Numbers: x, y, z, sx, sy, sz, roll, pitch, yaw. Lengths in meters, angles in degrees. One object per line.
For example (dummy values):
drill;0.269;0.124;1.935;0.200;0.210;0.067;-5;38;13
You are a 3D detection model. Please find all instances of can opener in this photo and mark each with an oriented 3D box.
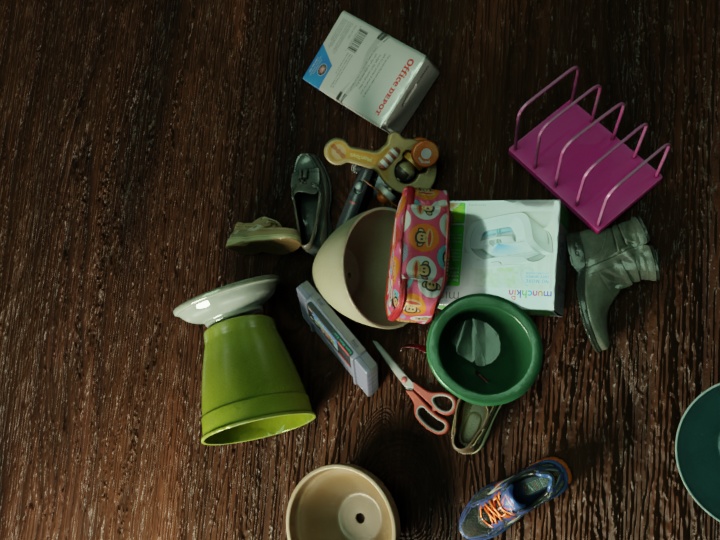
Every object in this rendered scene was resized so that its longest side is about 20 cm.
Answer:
can opener;-0.004;-0.122;1.364;0.079;0.063;0.200;31;95;24

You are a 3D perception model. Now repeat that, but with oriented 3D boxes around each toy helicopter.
toy helicopter;0.033;-0.178;1.312;0.200;0.079;0.132;12;103;-8

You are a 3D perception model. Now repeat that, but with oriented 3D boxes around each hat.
hat;0.185;0.117;1.223;0.200;0.176;0.166;31;91;7

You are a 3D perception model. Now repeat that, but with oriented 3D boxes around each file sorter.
file sorter;0.348;-0.190;1.158;0.139;0.125;0.200;-39;67;-8

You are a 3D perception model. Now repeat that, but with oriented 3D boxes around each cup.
cup;0.000;0.000;1.291;0.143;0.200;0.201;-5;79;48

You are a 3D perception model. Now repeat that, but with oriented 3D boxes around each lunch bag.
lunch bag;0.087;-0.019;1.179;0.082;0.176;0.200;7;77;-2

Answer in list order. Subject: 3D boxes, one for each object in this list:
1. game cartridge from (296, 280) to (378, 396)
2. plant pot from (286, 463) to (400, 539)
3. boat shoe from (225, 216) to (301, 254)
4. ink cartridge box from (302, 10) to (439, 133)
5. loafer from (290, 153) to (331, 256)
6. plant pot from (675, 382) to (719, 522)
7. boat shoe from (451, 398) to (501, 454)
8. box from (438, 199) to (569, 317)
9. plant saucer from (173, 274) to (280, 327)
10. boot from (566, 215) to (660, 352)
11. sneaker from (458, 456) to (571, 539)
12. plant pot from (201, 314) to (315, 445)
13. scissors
game cartridge;-0.041;0.119;1.313;0.038;0.130;0.200;-37;67;-11
plant pot;-0.017;0.424;1.276;0.201;0.093;0.201;-4;80;24
boat shoe;-0.181;-0.070;1.411;0.200;0.071;0.065;-1;70;45
ink cartridge box;0.019;-0.354;1.375;0.200;0.084;0.146;37;99;23
loafer;-0.094;-0.128;1.406;0.072;0.063;0.200;-13;77;22
plant pot;0.536;0.244;1.025;0.200;0.135;0.200;-4;81;25
boat shoe;0.195;0.200;1.220;0.075;0.075;0.203;13;88;25
box;0.227;-0.019;1.228;0.200;0.097;0.177;3;82;24
plant saucer;-0.235;0.064;1.371;0.200;0.200;0.050;-22;84;20
boot;0.397;0.019;1.163;0.130;0.068;0.200;-11;79;17
sneaker;0.231;0.355;1.180;0.200;0.078;0.075;-41;68;14
plant pot;-0.196;0.187;1.339;0.200;0.200;0.193;-21;70;20
scissors;0.080;0.202;1.306;0.200;0.014;0.073;34;99;23
